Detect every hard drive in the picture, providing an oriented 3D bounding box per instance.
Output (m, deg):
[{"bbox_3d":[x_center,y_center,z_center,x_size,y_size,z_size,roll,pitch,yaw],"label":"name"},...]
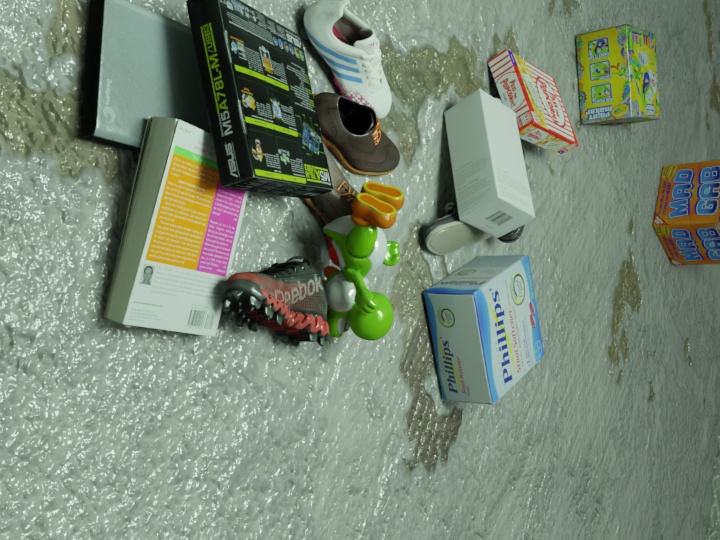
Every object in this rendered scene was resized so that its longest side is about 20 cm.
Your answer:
[{"bbox_3d":[-0.199,-0.190,0.824,0.198,0.032,0.144,8,82,-51],"label":"hard drive"}]

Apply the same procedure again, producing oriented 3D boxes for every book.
[{"bbox_3d":[-0.180,-0.039,0.807,0.132,0.047,0.206,16,86,-55],"label":"book"}]

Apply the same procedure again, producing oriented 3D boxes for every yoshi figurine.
[{"bbox_3d":[0.015,0.004,0.967,0.110,0.112,0.204,-1,122,-31],"label":"yoshi figurine"}]

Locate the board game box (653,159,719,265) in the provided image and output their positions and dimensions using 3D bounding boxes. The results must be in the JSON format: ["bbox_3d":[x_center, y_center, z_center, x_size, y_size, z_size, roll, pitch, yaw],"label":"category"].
[{"bbox_3d":[0.943,-0.156,2.132,0.200,0.196,0.204,44,57,-41],"label":"board game box"}]

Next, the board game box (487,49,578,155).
[{"bbox_3d":[0.322,-0.307,1.438,0.198,0.046,0.155,5,63,-52],"label":"board game box"}]

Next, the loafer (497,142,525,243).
[{"bbox_3d":[0.254,-0.152,1.358,0.063,0.070,0.205,48,44,-60],"label":"loafer"}]

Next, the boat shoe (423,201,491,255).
[{"bbox_3d":[0.158,-0.078,1.269,0.197,0.073,0.063,-15,57,-45],"label":"boat shoe"}]

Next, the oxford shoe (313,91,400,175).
[{"bbox_3d":[0.003,-0.179,1.046,0.198,0.071,0.073,20,73,-50],"label":"oxford shoe"}]

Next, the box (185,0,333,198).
[{"bbox_3d":[-0.104,-0.183,0.854,0.199,0.046,0.199,-6,85,-68],"label":"box"}]

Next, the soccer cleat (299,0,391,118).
[{"bbox_3d":[0.000,-0.277,1.036,0.200,0.085,0.071,44,57,-42],"label":"soccer cleat"}]

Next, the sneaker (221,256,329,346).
[{"bbox_3d":[-0.096,0.024,0.905,0.200,0.069,0.101,32,59,-60],"label":"sneaker"}]

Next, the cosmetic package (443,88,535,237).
[{"bbox_3d":[0.206,-0.172,1.241,0.106,0.084,0.205,20,54,-40],"label":"cosmetic package"}]

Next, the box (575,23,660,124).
[{"bbox_3d":[0.585,-0.434,1.751,0.198,0.120,0.199,-11,97,-51],"label":"box"}]

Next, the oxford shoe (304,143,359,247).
[{"bbox_3d":[-0.023,-0.096,1.011,0.072,0.072,0.203,-53,128,-38],"label":"oxford shoe"}]

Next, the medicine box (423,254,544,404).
[{"bbox_3d":[0.206,0.091,1.271,0.198,0.101,0.187,-28,110,-49],"label":"medicine box"}]
